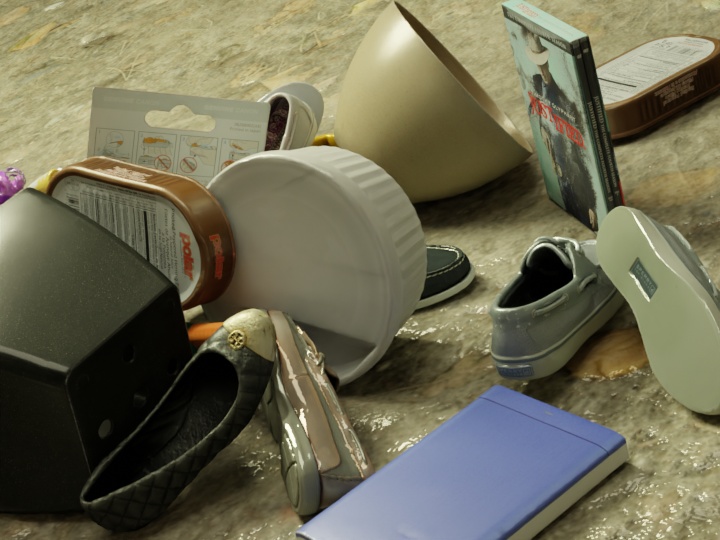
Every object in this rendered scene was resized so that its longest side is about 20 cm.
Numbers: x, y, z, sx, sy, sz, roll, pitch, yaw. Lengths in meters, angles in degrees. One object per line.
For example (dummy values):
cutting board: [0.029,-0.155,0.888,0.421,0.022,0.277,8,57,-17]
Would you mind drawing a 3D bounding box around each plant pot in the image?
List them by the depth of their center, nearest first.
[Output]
plant pot: [-0.242,0.080,1.196,0.177,0.200,0.200,15,40,29]
plant pot: [0.052,-0.144,1.466,0.134,0.200,0.200,-42,25,12]

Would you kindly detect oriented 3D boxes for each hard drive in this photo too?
hard drive: [0.071,0.156,1.042,0.200,0.025,0.132,-33,32,-29]

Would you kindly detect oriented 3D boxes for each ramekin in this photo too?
ramekin: [-0.037,-0.010,1.238,0.202,0.203,0.094,2,20,32]

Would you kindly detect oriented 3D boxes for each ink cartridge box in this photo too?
ink cartridge box: [-0.175,-0.068,1.354,0.162,0.200,0.050,4,20,-15]

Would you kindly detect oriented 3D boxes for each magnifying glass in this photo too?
magnifying glass: [-0.145,0.057,1.252,0.200,0.080,0.022,-8,49,56]

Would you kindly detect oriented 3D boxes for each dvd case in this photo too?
dvd case: [0.182,-0.131,1.325,0.022,0.200,0.146,-22,28,-10]

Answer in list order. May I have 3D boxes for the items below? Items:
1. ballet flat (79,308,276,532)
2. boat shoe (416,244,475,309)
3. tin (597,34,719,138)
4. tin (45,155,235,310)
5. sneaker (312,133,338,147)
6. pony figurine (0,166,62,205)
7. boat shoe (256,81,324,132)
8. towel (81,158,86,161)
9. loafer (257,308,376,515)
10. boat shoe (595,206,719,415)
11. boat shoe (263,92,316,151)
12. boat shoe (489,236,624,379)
ballet flat: [-0.130,0.112,1.117,0.066,0.057,0.200,34,85,30]
boat shoe: [0.000,0.000,1.333,0.200,0.060,0.076,-10,28,12]
tin: [0.289,-0.191,1.545,0.200,0.042,0.112,-29,24,-23]
tin: [-0.189,-0.029,1.254,0.200,0.112,0.042,14,28,35]
sneaker: [-0.038,-0.068,1.457,0.078,0.082,0.200,-13,28,6]
pony figurine: [-0.357,-0.042,1.514,0.200,0.166,0.193,-10,58,44]
boat shoe: [-0.109,-0.105,1.503,0.200,0.069,0.057,-52,4,3]
towel: [-0.285,-0.093,1.698,0.200,0.032,0.191,8,36,40]
loafer: [-0.038,0.105,1.147,0.063,0.072,0.200,-4,40,-14]
boat shoe: [0.246,0.027,1.125,0.071,0.070,0.201,10,38,-29]
boat shoe: [-0.107,-0.078,1.428,0.072,0.069,0.200,33,89,21]
boat shoe: [0.158,0.012,1.187,0.070,0.072,0.201,1,26,30]
